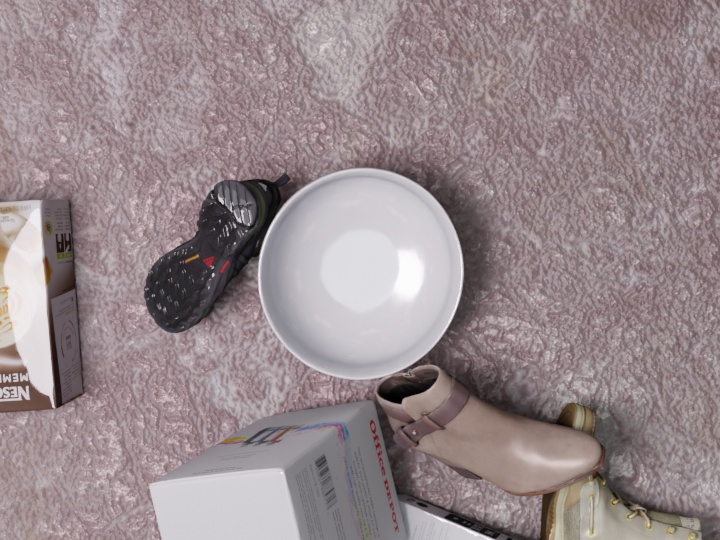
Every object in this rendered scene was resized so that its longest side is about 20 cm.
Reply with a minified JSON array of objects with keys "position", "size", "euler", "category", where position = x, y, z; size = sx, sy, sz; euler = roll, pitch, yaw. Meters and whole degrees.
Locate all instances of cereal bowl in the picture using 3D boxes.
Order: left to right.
[{"position":[0.000,0.000,0.954],"size":[0.196,0.083,0.204],"euler":[0,96,-1],"category":"cereal bowl"}]

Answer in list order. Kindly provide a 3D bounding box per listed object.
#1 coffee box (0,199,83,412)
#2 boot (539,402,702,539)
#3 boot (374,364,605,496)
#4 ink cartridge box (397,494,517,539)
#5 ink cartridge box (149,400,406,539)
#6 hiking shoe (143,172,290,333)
[{"position":[-0.349,0.035,0.974],"size":[0.112,0.080,0.204],"euler":[-4,93,3],"category":"coffee box"},{"position":[0.260,0.235,0.968],"size":[0.151,0.072,0.204],"euler":[4,99,2],"category":"boot"},{"position":[0.110,0.144,0.917],"size":[0.198,0.071,0.146],"euler":[-16,128,41],"category":"boot"},{"position":[0.077,0.293,0.977],"size":[0.197,0.039,0.101],"euler":[19,95,20],"category":"ink cartridge box"},{"position":[-0.067,0.224,0.901],"size":[0.142,0.199,0.148],"euler":[-12,94,26],"category":"ink cartridge box"},{"position":[-0.136,-0.013,0.963],"size":[0.076,0.100,0.200],"euler":[50,123,10],"category":"hiking shoe"}]
